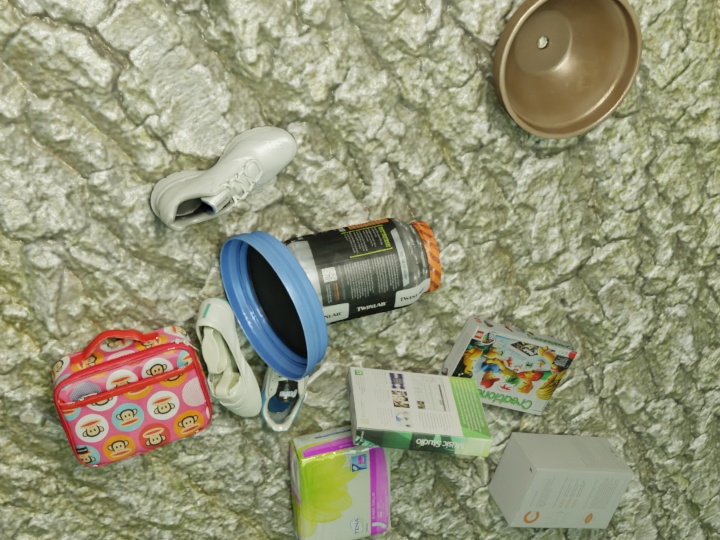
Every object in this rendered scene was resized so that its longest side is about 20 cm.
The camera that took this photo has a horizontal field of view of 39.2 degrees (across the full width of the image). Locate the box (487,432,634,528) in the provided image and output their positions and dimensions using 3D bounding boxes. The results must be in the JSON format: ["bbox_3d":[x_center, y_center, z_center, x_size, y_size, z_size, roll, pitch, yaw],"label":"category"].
[{"bbox_3d":[0.335,0.354,1.702,0.198,0.098,0.126,8,117,-25],"label":"box"}]

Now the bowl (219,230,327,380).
[{"bbox_3d":[-0.110,0.042,1.295,0.039,0.200,0.203,-27,128,-28],"label":"bowl"}]

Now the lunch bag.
[{"bbox_3d":[-0.308,0.157,1.360,0.198,0.082,0.178,-18,120,-12],"label":"lunch bag"}]

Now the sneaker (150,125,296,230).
[{"bbox_3d":[-0.162,-0.106,1.250,0.199,0.087,0.075,-32,123,-1],"label":"sneaker"}]

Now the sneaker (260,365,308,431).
[{"bbox_3d":[-0.100,0.137,1.427,0.071,0.073,0.202,0,118,-18],"label":"sneaker"}]

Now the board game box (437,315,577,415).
[{"bbox_3d":[0.227,0.150,1.578,0.198,0.035,0.127,15,114,-27],"label":"board game box"}]

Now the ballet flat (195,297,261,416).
[{"bbox_3d":[-0.188,0.134,1.386,0.069,0.070,0.202,-17,119,-10],"label":"ballet flat"}]

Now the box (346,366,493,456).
[{"bbox_3d":[0.082,0.203,1.466,0.197,0.145,0.037,6,120,-8],"label":"box"}]

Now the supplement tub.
[{"bbox_3d":[0.000,0.000,1.351,0.198,0.123,0.124,-12,123,-13],"label":"supplement tub"}]

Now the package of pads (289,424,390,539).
[{"bbox_3d":[-0.032,0.337,1.572,0.153,0.068,0.202,-11,122,-15],"label":"package of pads"}]

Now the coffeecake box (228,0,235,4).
[{"bbox_3d":[-0.172,-0.413,1.073,0.199,0.073,0.154,33,105,-32],"label":"coffeecake box"}]

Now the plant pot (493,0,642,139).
[{"bbox_3d":[0.252,-0.278,1.299,0.198,0.093,0.203,-9,121,-15],"label":"plant pot"}]
